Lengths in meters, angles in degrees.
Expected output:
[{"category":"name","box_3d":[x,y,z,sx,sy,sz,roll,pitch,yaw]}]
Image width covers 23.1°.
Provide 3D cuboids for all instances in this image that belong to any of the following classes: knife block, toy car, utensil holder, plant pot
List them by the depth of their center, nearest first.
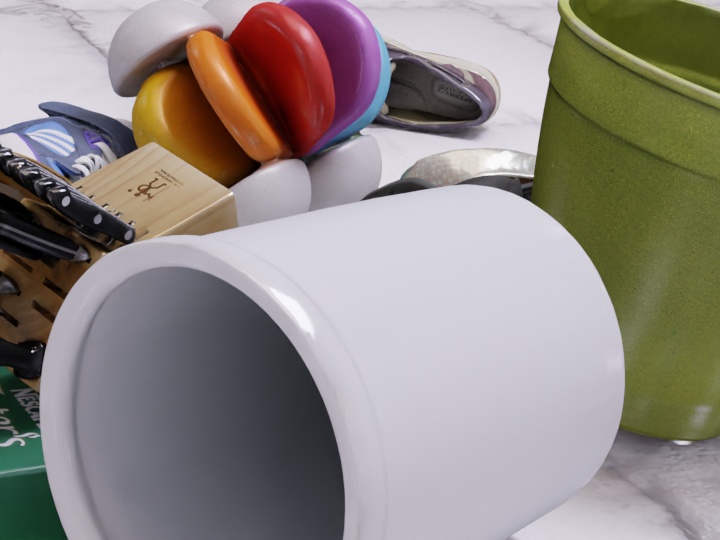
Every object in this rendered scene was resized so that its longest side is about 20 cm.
[{"category":"utensil holder","box_3d":[-0.004,0.054,0.738,0.169,0.172,0.199,19,23,35]},{"category":"knife block","box_3d":[-0.136,0.028,0.805,0.175,0.201,0.064,-32,47,-31]},{"category":"plant pot","box_3d":[0.169,-0.023,0.930,0.198,0.195,0.201,15,22,-6]},{"category":"toy car","box_3d":[-0.055,-0.120,1.166,0.199,0.150,0.176,-22,77,-54]}]

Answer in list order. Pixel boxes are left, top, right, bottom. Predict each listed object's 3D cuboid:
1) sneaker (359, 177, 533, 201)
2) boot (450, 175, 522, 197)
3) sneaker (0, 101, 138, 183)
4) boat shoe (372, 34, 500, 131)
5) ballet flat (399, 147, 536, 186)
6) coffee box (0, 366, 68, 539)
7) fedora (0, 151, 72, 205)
[{"category":"sneaker","box_3d":[0.089,-0.014,1.112,0.198,0.077,0.114,-4,-16,38]},{"category":"boot","box_3d":[0.000,0.000,0.997,0.198,0.078,0.138,-9,15,13]},{"category":"sneaker","box_3d":[-0.170,-0.058,1.142,0.145,0.082,0.200,-8,17,-23]},{"category":"boat shoe","box_3d":[0.020,-0.160,1.500,0.198,0.073,0.065,13,15,5]},{"category":"ballet flat","box_3d":[0.122,-0.044,1.209,0.198,0.068,0.063,2,29,-8]},{"category":"coffee box","box_3d":[-0.207,0.087,0.778,0.198,0.044,0.123,-4,20,-26]},{"category":"fedora","box_3d":[-0.220,0.018,0.861,0.199,0.201,0.082,-6,62,-29]}]
